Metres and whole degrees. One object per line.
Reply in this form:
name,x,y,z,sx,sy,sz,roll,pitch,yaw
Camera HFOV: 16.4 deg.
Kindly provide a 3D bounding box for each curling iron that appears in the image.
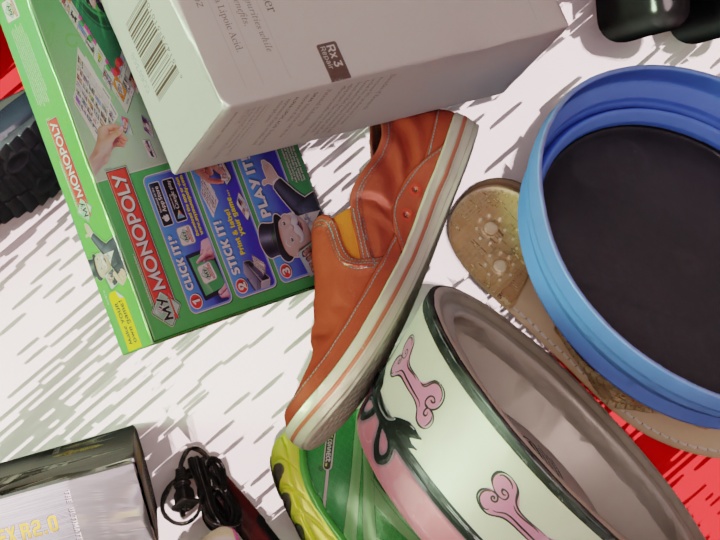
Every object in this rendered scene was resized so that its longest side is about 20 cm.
curling iron,-0.033,0.171,1.242,0.200,0.050,0.026,51,127,12

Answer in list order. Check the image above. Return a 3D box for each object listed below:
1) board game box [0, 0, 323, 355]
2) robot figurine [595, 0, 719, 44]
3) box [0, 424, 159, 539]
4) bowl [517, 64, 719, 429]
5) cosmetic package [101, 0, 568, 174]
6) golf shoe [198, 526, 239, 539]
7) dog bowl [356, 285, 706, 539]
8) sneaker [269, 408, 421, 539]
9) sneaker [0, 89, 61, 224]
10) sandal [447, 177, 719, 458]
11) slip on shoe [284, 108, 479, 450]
board game box,-0.095,-0.071,1.237,0.135,0.029,0.200,-19,88,-42
robot figurine,0.156,-0.216,1.255,0.125,0.150,0.200,-3,88,30
box,-0.176,0.122,1.174,0.158,0.200,0.048,-16,92,-4
bowl,0.168,-0.010,1.236,0.201,0.039,0.201,14,53,-19
cosmetic package,-0.013,-0.129,1.214,0.200,0.081,0.113,-18,76,-28
golf shoe,-0.005,0.185,1.182,0.200,0.075,0.092,26,42,-8
dog bowl,0.080,0.104,1.204,0.074,0.200,0.200,-44,91,13
sneaker,0.031,0.156,1.251,0.084,0.074,0.200,-31,90,-1
sneaker,-0.209,-0.057,1.250,0.200,0.070,0.082,-36,62,-15
sandal,0.128,0.037,1.254,0.212,0.070,0.078,38,110,-2
slip on shoe,0.000,0.000,1.241,0.061,0.074,0.200,21,65,2
